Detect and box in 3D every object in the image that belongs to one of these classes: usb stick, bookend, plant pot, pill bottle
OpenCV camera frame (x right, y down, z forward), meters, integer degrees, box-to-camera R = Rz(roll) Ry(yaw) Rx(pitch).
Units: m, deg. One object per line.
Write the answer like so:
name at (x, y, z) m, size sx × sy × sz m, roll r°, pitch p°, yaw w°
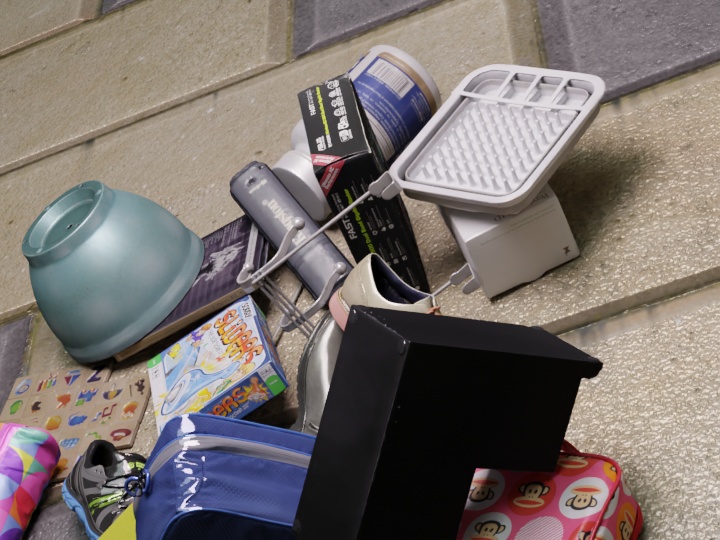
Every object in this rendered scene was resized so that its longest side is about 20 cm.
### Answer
usb stick at (-0.074, -0.041, 1.803) m, size 0.055 × 0.033 × 0.200 m, roll -43°, pitch 60°, yaw 5°
bookend at (0.071, 0.143, 1.352) m, size 0.092 × 0.199 × 0.200 m, roll 31°, pitch 110°, yaw 54°
plant pot at (-0.295, -0.015, 1.869) m, size 0.200 × 0.134 × 0.201 m, roll -30°, pitch 30°, yaw 19°
pill bottle at (-0.008, -0.153, 1.882) m, size 0.111 × 0.111 × 0.200 m, roll 18°, pitch 58°, yaw 45°

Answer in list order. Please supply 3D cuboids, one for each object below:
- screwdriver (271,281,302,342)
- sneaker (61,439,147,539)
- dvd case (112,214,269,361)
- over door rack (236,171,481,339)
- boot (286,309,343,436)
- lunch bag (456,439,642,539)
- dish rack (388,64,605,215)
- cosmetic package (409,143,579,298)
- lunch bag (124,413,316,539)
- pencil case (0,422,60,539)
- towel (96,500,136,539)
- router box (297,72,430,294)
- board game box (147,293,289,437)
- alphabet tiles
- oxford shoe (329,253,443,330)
screwdriver at (-0.090, 0.076, 1.750) m, size 0.029 × 0.028 × 0.200 m, roll 12°, pitch 45°, yaw 21°
sneaker at (-0.230, 0.222, 1.615) m, size 0.199 × 0.071 × 0.083 m, roll 32°, pitch 100°, yaw 52°
dvd case at (-0.185, 0.012, 1.857) m, size 0.199 × 0.016 × 0.149 m, roll -28°, pitch 30°, yaw 21°
over door rack at (0.000, 0.000, 1.637) m, size 0.200 × 0.148 × 0.067 m, roll -32°, pitch 27°, yaw 22°
boot at (0.001, 0.136, 1.565) m, size 0.130 × 0.068 × 0.201 m, roll 3°, pitch 68°, yaw 33°
lunch bag at (0.128, 0.212, 1.388) m, size 0.199 × 0.082 × 0.176 m, roll 1°, pitch 46°, yaw 36°
dish rack at (0.141, -0.127, 1.670) m, size 0.171 × 0.044 × 0.200 m, roll 13°, pitch 50°, yaw 38°
cosmetic package at (0.136, -0.074, 1.715) m, size 0.107 × 0.085 × 0.200 m, roll -26°, pitch 36°, yaw -1°
lunch bag at (-0.109, 0.209, 1.446) m, size 0.133 × 0.199 × 0.136 m, roll -99°, pitch 31°, yaw -48°
pencil case at (-0.377, 0.247, 1.688) m, size 0.088 × 0.089 × 0.200 m, roll -6°, pitch 44°, yaw 29°
towel at (-0.200, 0.253, 1.524) m, size 0.086 × 0.018 × 0.200 m, roll 24°, pitch 60°, yaw 38°
router box at (0.003, -0.080, 1.712) m, size 0.062 × 0.200 × 0.150 m, roll -20°, pitch 37°, yaw 6°
board game box at (-0.148, 0.105, 1.694) m, size 0.135 × 0.035 × 0.200 m, roll -34°, pitch 21°, yaw 1°
alphabet tiles at (-0.320, 0.166, 1.813) m, size 0.199 × 0.008 × 0.168 m, roll -11°, pitch 40°, yaw 24°
oxford shoe at (0.056, 0.067, 1.549) m, size 0.200 × 0.074 × 0.071 m, roll 41°, pitch 32°, yaw 16°
